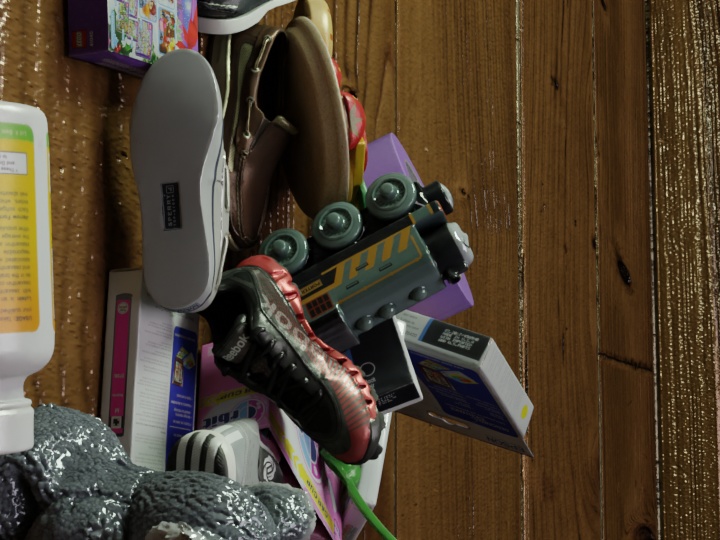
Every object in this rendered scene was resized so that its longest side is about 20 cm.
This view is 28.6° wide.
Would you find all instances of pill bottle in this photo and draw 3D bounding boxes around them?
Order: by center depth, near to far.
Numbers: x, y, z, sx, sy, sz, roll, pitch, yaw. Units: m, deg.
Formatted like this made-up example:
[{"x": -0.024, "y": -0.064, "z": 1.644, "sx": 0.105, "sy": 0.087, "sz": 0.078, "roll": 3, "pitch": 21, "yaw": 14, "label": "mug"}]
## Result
[{"x": -0.236, "y": 0.006, "z": 0.827, "sx": 0.111, "sy": 0.111, "sz": 0.201, "roll": 2, "pitch": 85, "yaw": -67, "label": "pill bottle"}]

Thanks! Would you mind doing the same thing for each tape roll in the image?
[{"x": 0.048, "y": -0.040, "z": 1.478, "sx": 0.201, "sy": 0.065, "sz": 0.200, "roll": 62, "pitch": 8, "yaw": -15, "label": "tape roll"}]

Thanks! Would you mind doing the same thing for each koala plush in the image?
[{"x": -0.140, "y": 0.178, "z": 0.923, "sx": 0.177, "sy": 0.199, "sz": 0.185, "roll": -6, "pitch": 93, "yaw": -67, "label": "koala plush"}]

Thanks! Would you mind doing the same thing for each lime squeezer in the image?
[{"x": 0.000, "y": 0.163, "z": 1.240, "sx": 0.038, "sy": 0.070, "sz": 0.200, "roll": 91, "pitch": 0, "yaw": -46, "label": "lime squeezer"}]

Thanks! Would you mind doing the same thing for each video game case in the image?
[{"x": -0.002, "y": 0.174, "z": 1.359, "sx": 0.182, "sy": 0.023, "sz": 0.200, "roll": 113, "pitch": -10, "yaw": -53, "label": "video game case"}]

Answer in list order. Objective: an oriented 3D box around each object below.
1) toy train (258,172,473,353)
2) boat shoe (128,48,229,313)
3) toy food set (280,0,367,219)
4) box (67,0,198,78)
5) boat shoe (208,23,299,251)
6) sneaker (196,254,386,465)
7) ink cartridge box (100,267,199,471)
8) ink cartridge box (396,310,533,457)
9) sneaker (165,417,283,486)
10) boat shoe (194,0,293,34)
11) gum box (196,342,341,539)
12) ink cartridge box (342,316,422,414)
[{"x": 0.000, "y": 0.000, "z": 1.219, "sx": 0.114, "sy": 0.200, "sz": 0.085, "roll": 64, "pitch": 2, "yaw": 33, "label": "toy train"}, {"x": -0.132, "y": -0.066, "z": 1.088, "sx": 0.066, "sy": 0.072, "sz": 0.201, "roll": 35, "pitch": 49, "yaw": -79, "label": "boat shoe"}, {"x": -0.038, "y": -0.136, "z": 1.293, "sx": 0.200, "sy": 0.048, "sz": 0.198, "roll": -118, "pitch": -156, "yaw": -46, "label": "toy food set"}, {"x": -0.177, "y": -0.254, "z": 1.100, "sx": 0.137, "sy": 0.039, "sz": 0.201, "roll": 6, "pitch": 81, "yaw": -67, "label": "box"}, {"x": -0.092, "y": -0.119, "z": 1.238, "sx": 0.075, "sy": 0.075, "sz": 0.203, "roll": 8, "pitch": 80, "yaw": -67, "label": "boat shoe"}, {"x": -0.062, "y": 0.075, "z": 1.111, "sx": 0.098, "sy": 0.071, "sz": 0.201, "roll": -8, "pitch": 56, "yaw": -53, "label": "sneaker"}, {"x": -0.162, "y": 0.104, "z": 1.094, "sx": 0.095, "sy": 0.037, "sz": 0.201, "roll": 28, "pitch": 59, "yaw": -65, "label": "ink cartridge box"}, {"x": 0.076, "y": 0.106, "z": 1.461, "sx": 0.047, "sy": 0.197, "sz": 0.200, "roll": -62, "pitch": 146, "yaw": -19, "label": "ink cartridge box"}, {"x": -0.099, "y": 0.207, "z": 1.095, "sx": 0.115, "sy": 0.075, "sz": 0.201, "roll": -25, "pitch": 127, "yaw": -61, "label": "sneaker"}, {"x": -0.093, "y": -0.265, "z": 1.241, "sx": 0.200, "sy": 0.075, "sz": 0.061, "roll": -63, "pitch": 161, "yaw": -58, "label": "boat shoe"}, {"x": -0.074, "y": 0.162, "z": 1.222, "sx": 0.114, "sy": 0.066, "sz": 0.200, "roll": -94, "pitch": 165, "yaw": -48, "label": "gum box"}, {"x": -0.019, "y": 0.045, "z": 1.270, "sx": 0.039, "sy": 0.099, "sz": 0.200, "roll": 63, "pitch": 6, "yaw": -53, "label": "ink cartridge box"}]
